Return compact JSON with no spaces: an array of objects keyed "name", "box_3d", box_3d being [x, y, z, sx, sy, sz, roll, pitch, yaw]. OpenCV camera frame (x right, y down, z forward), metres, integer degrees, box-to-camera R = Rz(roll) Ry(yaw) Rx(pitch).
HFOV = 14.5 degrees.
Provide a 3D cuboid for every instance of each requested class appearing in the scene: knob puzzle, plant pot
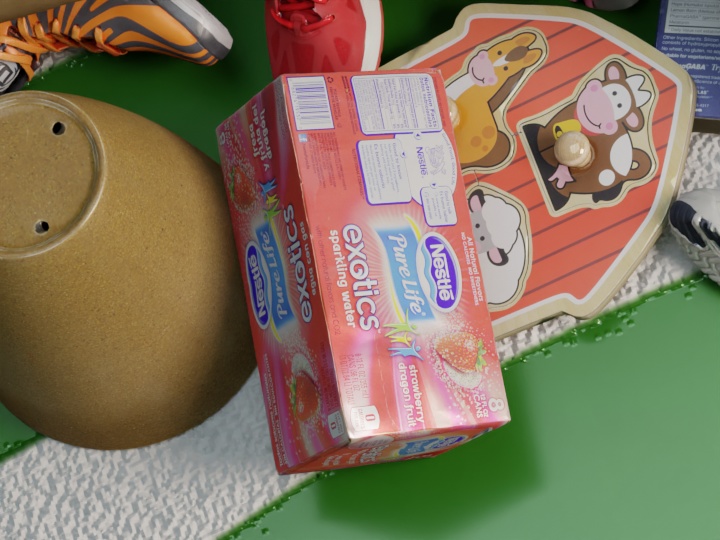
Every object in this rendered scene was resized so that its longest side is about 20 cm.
[{"name":"knob puzzle","box_3d":[0.092,-0.065,1.565,0.219,0.030,0.220,-6,74,20]},{"name":"plant pot","box_3d":[-0.153,-0.018,1.528,0.186,0.200,0.187,-3,71,9]}]

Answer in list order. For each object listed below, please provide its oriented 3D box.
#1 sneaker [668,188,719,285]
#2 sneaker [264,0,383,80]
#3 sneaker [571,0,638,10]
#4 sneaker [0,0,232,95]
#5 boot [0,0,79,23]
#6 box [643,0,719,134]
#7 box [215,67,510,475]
[{"name":"sneaker","box_3d":[0.276,-0.040,1.517,0.199,0.080,0.130,13,63,27]},{"name":"sneaker","box_3d":[-0.046,-0.176,1.565,0.078,0.115,0.201,0,94,31]},{"name":"sneaker","box_3d":[0.109,-0.236,1.621,0.095,0.079,0.200,-36,69,-14]},{"name":"sneaker","box_3d":[-0.173,-0.136,1.646,0.200,0.078,0.112,27,83,29]},{"name":"boot","box_3d":[-0.196,-0.150,1.579,0.200,0.066,0.176,-15,65,16]},{"name":"box","box_3d":[0.232,-0.172,1.590,0.121,0.032,0.200,5,74,13]},{"name":"box","box_3d":[0.000,0.000,1.514,0.102,0.095,0.200,-5,77,-27]}]
